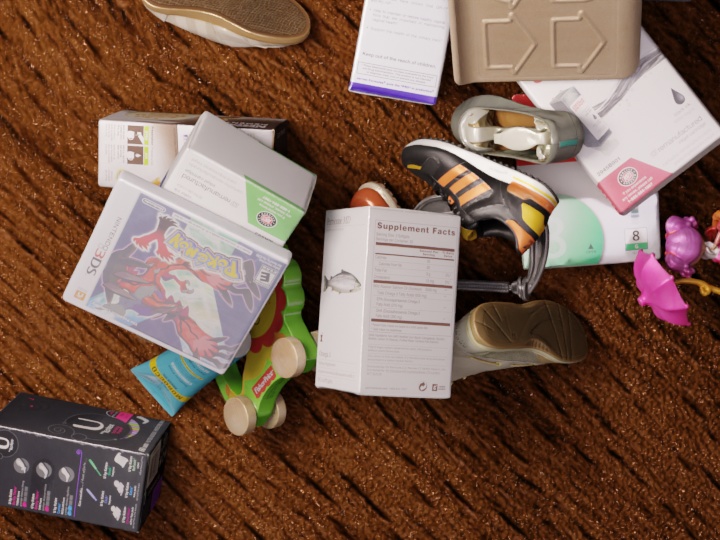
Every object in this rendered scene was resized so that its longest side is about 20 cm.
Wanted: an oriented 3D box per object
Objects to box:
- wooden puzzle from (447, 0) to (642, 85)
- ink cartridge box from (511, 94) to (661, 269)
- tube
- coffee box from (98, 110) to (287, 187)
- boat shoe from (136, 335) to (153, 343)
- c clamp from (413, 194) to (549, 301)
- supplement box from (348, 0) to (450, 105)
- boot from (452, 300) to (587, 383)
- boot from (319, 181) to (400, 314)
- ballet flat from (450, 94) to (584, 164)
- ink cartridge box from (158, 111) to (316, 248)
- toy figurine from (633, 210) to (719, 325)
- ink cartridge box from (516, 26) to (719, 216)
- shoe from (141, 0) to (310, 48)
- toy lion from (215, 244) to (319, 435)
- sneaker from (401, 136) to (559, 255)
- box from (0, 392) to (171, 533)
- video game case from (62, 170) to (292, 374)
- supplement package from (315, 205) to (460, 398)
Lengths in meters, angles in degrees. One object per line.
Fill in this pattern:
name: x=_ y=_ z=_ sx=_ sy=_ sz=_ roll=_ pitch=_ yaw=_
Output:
wooden puzzle: x=0.191 y=-0.280 z=1.432 sx=0.199 sy=0.046 sz=0.186 roll=-3 pitch=135 yaw=6
ink cartridge box: x=0.259 y=-0.106 z=1.584 sx=0.160 sy=0.050 sz=0.201 roll=-4 pitch=104 yaw=6
tube: x=-0.202 y=0.113 z=1.638 sx=0.078 sy=0.050 sz=0.200 roll=53 pitch=137 yaw=-3
coffee box: x=-0.190 y=-0.136 z=1.582 sx=0.199 sy=0.114 sz=0.080 roll=4 pitch=103 yaw=5
boat shoe: x=-0.222 y=-0.014 z=1.632 sx=0.072 sy=0.072 sz=0.201 roll=13 pitch=113 yaw=-14
c clamp: x=0.128 y=-0.006 z=1.606 sx=0.199 sy=0.027 sz=0.172 roll=-3 pitch=95 yaw=25
supplement box: x=0.055 y=-0.295 z=1.532 sx=0.103 sy=0.101 sz=0.201 roll=10 pitch=103 yaw=3
boot: x=0.155 y=0.091 z=1.615 sx=0.154 sy=0.199 sz=0.072 roll=-28 pitch=64 yaw=44
boot: x=0.000 y=0.000 z=1.592 sx=0.075 sy=0.107 sz=0.201 roll=7 pitch=103 yaw=40
ballet flat: x=0.156 y=-0.155 z=1.515 sx=0.200 sy=0.064 sz=0.068 roll=13 pitch=114 yaw=48
ink cartridge box: x=-0.161 y=-0.048 z=1.508 sx=0.145 sy=0.088 sz=0.200 roll=29 pitch=124 yaw=-12
toy figurine: x=0.399 y=-0.005 z=1.538 sx=0.183 sy=0.150 sz=0.201 roll=9 pitch=81 yaw=-5
ink cartridge box: x=0.285 y=-0.183 z=1.524 sx=0.145 sy=0.085 sz=0.200 roll=-38 pitch=82 yaw=11
shoe: x=-0.155 y=-0.297 z=1.581 sx=0.199 sy=0.053 sz=0.070 roll=14 pitch=71 yaw=-2
toy lion: x=-0.122 y=0.066 z=1.620 sx=0.200 sy=0.068 sz=0.192 roll=-51 pitch=60 yaw=39
sneaker: x=0.119 y=-0.082 z=1.548 sx=0.199 sy=0.070 sz=0.090 roll=23 pitch=78 yaw=27
box: x=-0.345 y=0.231 z=1.672 sx=0.199 sy=0.122 sz=0.107 roll=10 pitch=104 yaw=2
video game case: x=-0.200 y=0.007 z=1.485 sx=0.199 sy=0.023 sz=0.183 roll=26 pitch=124 yaw=-10
supplement package: x=0.029 y=0.035 z=1.511 sx=0.117 sy=0.117 sz=0.201 roll=4 pitch=87 yaw=-25
